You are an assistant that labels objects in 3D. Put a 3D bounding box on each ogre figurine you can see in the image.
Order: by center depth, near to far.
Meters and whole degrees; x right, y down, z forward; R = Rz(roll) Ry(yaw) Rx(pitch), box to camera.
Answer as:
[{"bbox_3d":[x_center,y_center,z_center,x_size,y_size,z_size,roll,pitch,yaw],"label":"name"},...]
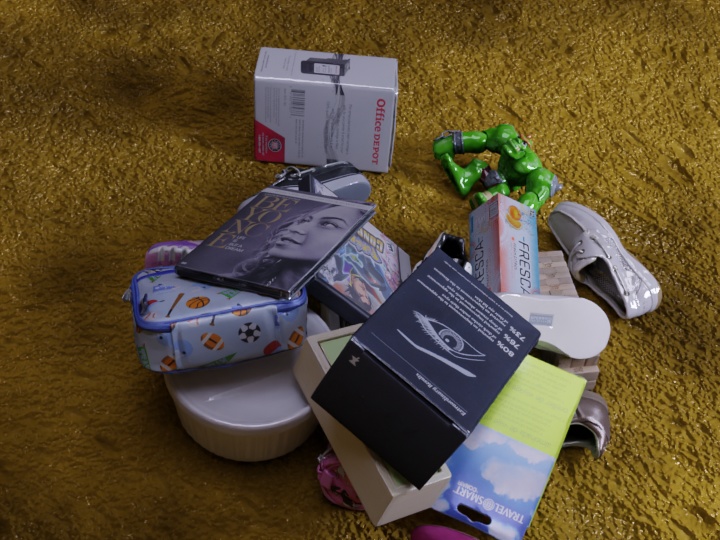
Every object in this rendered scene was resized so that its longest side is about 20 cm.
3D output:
[{"bbox_3d":[0.194,-0.136,1.627,0.119,0.099,0.200,-29,37,-8],"label":"ogre figurine"}]

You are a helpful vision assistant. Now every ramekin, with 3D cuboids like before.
[{"bbox_3d":[-0.125,0.127,1.332,0.201,0.095,0.203,3,45,-3],"label":"ramekin"}]

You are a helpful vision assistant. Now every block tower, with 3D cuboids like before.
[{"bbox_3d":[0.246,0.057,1.464,0.057,0.054,0.201,-4,47,-10],"label":"block tower"}]

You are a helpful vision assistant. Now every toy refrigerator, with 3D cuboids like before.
[{"bbox_3d":[0.010,0.156,1.218,0.075,0.070,0.201,-12,55,-30],"label":"toy refrigerator"}]

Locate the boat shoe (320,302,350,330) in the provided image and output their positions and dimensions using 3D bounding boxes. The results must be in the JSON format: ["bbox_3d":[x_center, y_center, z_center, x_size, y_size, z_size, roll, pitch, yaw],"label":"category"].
[{"bbox_3d":[-0.029,-0.004,1.487,0.060,0.072,0.203,-6,53,-9],"label":"boat shoe"}]

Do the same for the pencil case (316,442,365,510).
[{"bbox_3d":[0.011,0.168,1.314,0.082,0.087,0.201,-13,39,26],"label":"pencil case"}]

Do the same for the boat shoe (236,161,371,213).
[{"bbox_3d":[-0.084,-0.108,1.579,0.198,0.074,0.068,-20,55,-23],"label":"boat shoe"}]

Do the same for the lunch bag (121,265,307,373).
[{"bbox_3d":[-0.159,0.039,1.278,0.198,0.076,0.160,-6,28,-9],"label":"lunch bag"}]

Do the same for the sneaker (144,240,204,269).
[{"bbox_3d":[-0.174,-0.014,1.484,0.198,0.081,0.089,2,38,-10],"label":"sneaker"}]

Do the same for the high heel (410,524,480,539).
[{"bbox_3d":[0.119,0.335,1.164,0.199,0.068,0.096,30,39,18],"label":"high heel"}]

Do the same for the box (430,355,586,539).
[{"bbox_3d":[0.156,0.190,1.280,0.121,0.048,0.201,23,74,9],"label":"box"}]

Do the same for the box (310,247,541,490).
[{"bbox_3d":[0.069,0.095,1.180,0.148,0.105,0.200,40,41,7],"label":"box"}]

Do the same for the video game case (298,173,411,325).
[{"bbox_3d":[0.000,0.000,1.423,0.025,0.200,0.182,-32,39,26],"label":"video game case"}]

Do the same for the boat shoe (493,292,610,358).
[{"bbox_3d":[0.202,0.061,1.351,0.199,0.073,0.068,3,7,-33],"label":"boat shoe"}]

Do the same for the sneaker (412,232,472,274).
[{"bbox_3d":[0.103,0.031,1.430,0.073,0.080,0.201,13,39,-17],"label":"sneaker"}]

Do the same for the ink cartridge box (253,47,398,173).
[{"bbox_3d":[-0.048,-0.227,1.650,0.198,0.146,0.084,5,43,0],"label":"ink cartridge box"}]

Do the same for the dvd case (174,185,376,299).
[{"bbox_3d":[-0.091,-0.037,1.305,0.148,0.016,0.200,11,35,26],"label":"dvd case"}]

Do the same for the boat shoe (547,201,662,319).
[{"bbox_3d":[0.305,-0.015,1.527,0.069,0.071,0.200,-22,52,-27],"label":"boat shoe"}]

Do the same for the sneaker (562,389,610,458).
[{"bbox_3d":[0.189,0.170,1.335,0.198,0.071,0.076,4,46,-1],"label":"sneaker"}]

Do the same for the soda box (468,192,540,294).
[{"bbox_3d":[0.180,0.007,1.457,0.068,0.064,0.201,22,53,-27],"label":"soda box"}]
